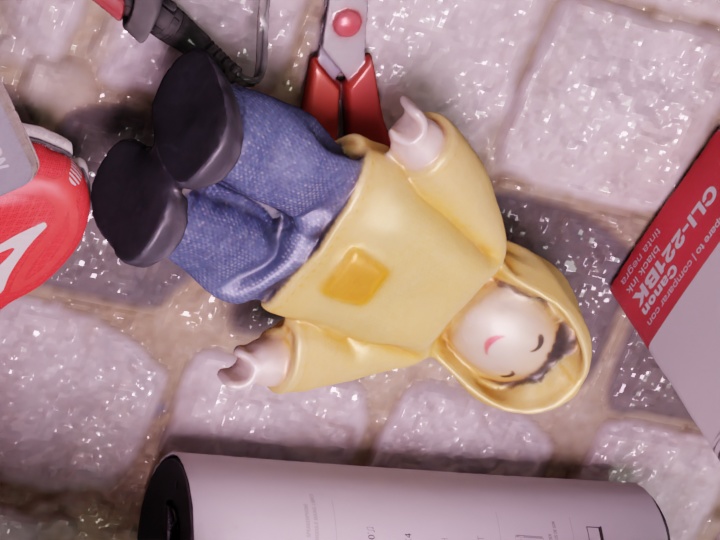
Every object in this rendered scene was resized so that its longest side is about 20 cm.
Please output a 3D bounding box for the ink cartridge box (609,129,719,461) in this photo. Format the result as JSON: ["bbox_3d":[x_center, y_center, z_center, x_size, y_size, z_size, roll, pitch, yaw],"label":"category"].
[{"bbox_3d":[0.197,0.051,0.925,0.144,0.200,0.084,24,110,-28],"label":"ink cartridge box"}]

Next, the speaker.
[{"bbox_3d":[0.015,0.116,0.978,0.198,0.081,0.082,5,118,-21],"label":"speaker"}]

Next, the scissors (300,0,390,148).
[{"bbox_3d":[-0.012,-0.075,0.895,0.073,0.014,0.201,-14,124,-8],"label":"scissors"}]

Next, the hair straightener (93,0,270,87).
[{"bbox_3d":[-0.088,-0.125,0.812,0.077,0.041,0.200,-30,128,25],"label":"hair straightener"}]

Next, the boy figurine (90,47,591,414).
[{"bbox_3d":[0.000,0.000,0.895,0.199,0.065,0.125,28,110,-35],"label":"boy figurine"}]

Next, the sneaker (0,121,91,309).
[{"bbox_3d":[-0.177,0.019,0.855,0.199,0.085,0.077,-24,125,-2],"label":"sneaker"}]

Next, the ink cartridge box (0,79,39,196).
[{"bbox_3d":[-0.215,-0.090,0.775,0.174,0.084,0.201,-22,124,0],"label":"ink cartridge box"}]
